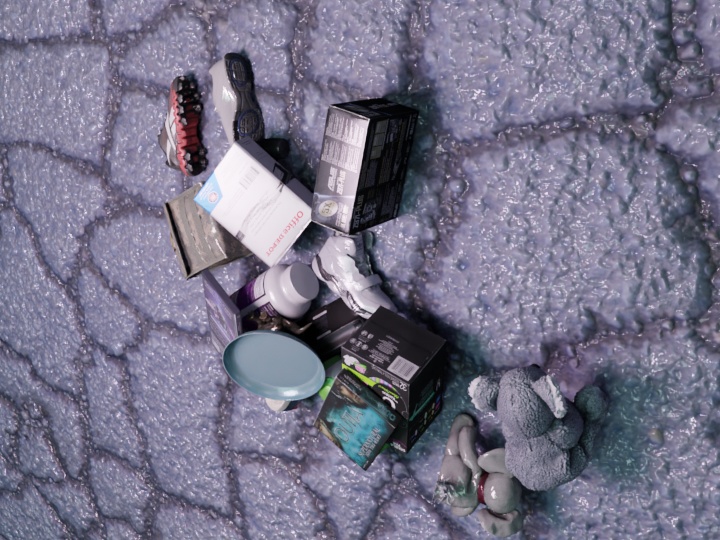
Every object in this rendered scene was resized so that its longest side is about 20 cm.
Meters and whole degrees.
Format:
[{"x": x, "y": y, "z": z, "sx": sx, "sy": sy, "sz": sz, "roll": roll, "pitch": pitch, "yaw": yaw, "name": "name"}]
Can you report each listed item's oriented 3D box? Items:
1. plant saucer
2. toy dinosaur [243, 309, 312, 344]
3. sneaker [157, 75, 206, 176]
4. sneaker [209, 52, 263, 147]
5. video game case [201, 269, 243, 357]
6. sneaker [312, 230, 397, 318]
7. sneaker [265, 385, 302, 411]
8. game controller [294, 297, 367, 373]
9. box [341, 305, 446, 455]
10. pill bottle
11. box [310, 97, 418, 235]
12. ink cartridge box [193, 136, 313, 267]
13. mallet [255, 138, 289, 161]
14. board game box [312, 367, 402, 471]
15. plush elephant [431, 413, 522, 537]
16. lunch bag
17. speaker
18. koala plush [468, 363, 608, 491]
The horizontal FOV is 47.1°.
[{"x": -0.161, "y": 0.175, "z": 1.556, "sx": 0.196, "sy": 0.028, "sz": 0.202, "roll": 6, "pitch": 135, "yaw": 6, "name": "plant saucer"}, {"x": -0.157, "y": 0.118, "z": 1.574, "sx": 0.198, "sy": 0.102, "sz": 0.078, "roll": -28, "pitch": 51, "yaw": 29, "name": "toy dinosaur"}, {"x": -0.377, "y": -0.297, "z": 1.702, "sx": 0.097, "sy": 0.071, "sz": 0.204, "roll": 7, "pitch": 109, "yaw": 31, "name": "sneaker"}, {"x": -0.247, "y": -0.317, "z": 1.617, "sx": 0.086, "sy": 0.074, "sz": 0.204, "roll": -4, "pitch": 95, "yaw": 48, "name": "sneaker"}, {"x": -0.267, "y": 0.114, "z": 1.634, "sx": 0.143, "sy": 0.019, "sz": 0.202, "roll": 45, "pitch": 147, "yaw": 38, "name": "video game case"}, {"x": 0.000, "y": 0.000, "z": 1.520, "sx": 0.199, "sy": 0.075, "sz": 0.116, "roll": 39, "pitch": 125, "yaw": 23, "name": "sneaker"}, {"x": -0.114, "y": 0.195, "z": 1.668, "sx": 0.075, "sy": 0.084, "sz": 0.202, "roll": 37, "pitch": 98, "yaw": 35, "name": "sneaker"}, {"x": -0.066, "y": 0.119, "z": 1.589, "sx": 0.198, "sy": 0.042, "sz": 0.106, "roll": -30, "pitch": 47, "yaw": 24, "name": "game controller"}, {"x": 0.058, "y": 0.196, "z": 1.468, "sx": 0.147, "sy": 0.124, "sz": 0.202, "roll": 27, "pitch": 141, "yaw": 26, "name": "box"}, {"x": -0.174, "y": 0.060, "z": 1.638, "sx": 0.199, "sy": 0.112, "sz": 0.114, "roll": -30, "pitch": 86, "yaw": 37, "name": "pill bottle"}, {"x": 0.007, "y": -0.180, "z": 1.409, "sx": 0.085, "sy": 0.163, "sz": 0.203, "roll": 23, "pitch": 116, "yaw": 27, "name": "box"}, {"x": -0.190, "y": -0.129, "z": 1.561, "sx": 0.199, "sy": 0.084, "sz": 0.145, "roll": 41, "pitch": 110, "yaw": -3, "name": "ink cartridge box"}, {"x": -0.153, "y": -0.159, "z": 1.611, "sx": 0.065, "sy": 0.041, "sz": 0.203, "roll": -5, "pitch": 105, "yaw": 33, "name": "mallet"}, {"x": -0.010, "y": 0.270, "z": 1.478, "sx": 0.135, "sy": 0.028, "sz": 0.201, "roll": 39, "pitch": 143, "yaw": 11, "name": "board game box"}, {"x": 0.215, "y": 0.364, "z": 1.433, "sx": 0.152, "sy": 0.200, "sz": 0.168, "roll": 11, "pitch": 103, "yaw": 13, "name": "plush elephant"}, {"x": -0.329, "y": -0.081, "z": 1.704, "sx": 0.198, "sy": 0.117, "sz": 0.167, "roll": -21, "pitch": 86, "yaw": 40, "name": "lunch bag"}, {"x": -0.013, "y": 0.265, "z": 1.601, "sx": 0.201, "sy": 0.088, "sz": 0.088, "roll": 53, "pitch": 126, "yaw": 11, "name": "speaker"}, {"x": 0.271, "y": 0.222, "z": 1.281, "sx": 0.175, "sy": 0.186, "sz": 0.201, "roll": 0, "pitch": 144, "yaw": 32, "name": "koala plush"}]
